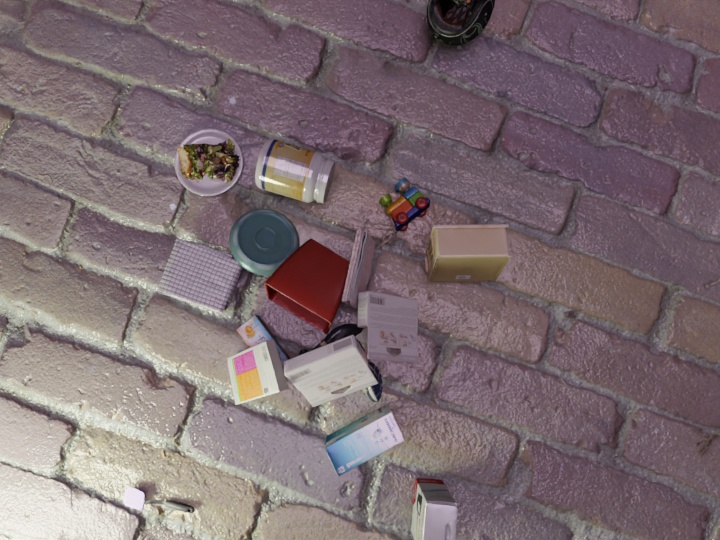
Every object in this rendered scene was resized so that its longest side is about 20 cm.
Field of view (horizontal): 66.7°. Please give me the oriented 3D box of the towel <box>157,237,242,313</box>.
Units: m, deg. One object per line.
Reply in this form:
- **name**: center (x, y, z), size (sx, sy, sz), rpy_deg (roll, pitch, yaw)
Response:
- **towel**: center (-0.442, 0.018, 1.529), size (0.198, 0.086, 0.167), rpy_deg (19, 77, -5)

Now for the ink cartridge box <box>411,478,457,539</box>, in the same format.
- **ink cartridge box**: center (0.189, 0.645, 1.424), size (0.082, 0.200, 0.147), rpy_deg (6, 84, -1)

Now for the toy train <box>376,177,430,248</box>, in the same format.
- **toy train**: center (0.092, -0.168, 1.565), size (0.199, 0.085, 0.116), rpy_deg (-37, 76, -4)

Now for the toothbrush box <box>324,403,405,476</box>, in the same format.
- **toothbrush box**: center (0.010, 0.450, 1.467), size (0.199, 0.146, 0.086), rpy_deg (-26, 86, -3)

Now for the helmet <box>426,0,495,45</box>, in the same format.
- **helmet**: center (0.286, -0.752, 1.569), size (0.198, 0.191, 0.202), rpy_deg (8, 115, 18)

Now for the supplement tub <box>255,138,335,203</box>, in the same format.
- **supplement tub**: center (-0.181, -0.274, 1.533), size (0.198, 0.144, 0.146), rpy_deg (16, 84, 0)

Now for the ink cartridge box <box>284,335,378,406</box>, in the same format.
- **ink cartridge box**: center (-0.074, 0.267, 1.437), size (0.198, 0.177, 0.045), rpy_deg (-21, 44, 8)

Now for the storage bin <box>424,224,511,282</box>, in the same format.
- **storage bin**: center (0.288, -0.039, 1.499), size (0.198, 0.199, 0.095), rpy_deg (-1, 67, -2)

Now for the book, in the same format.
- **book**: center (-0.281, 0.273, 1.464), size (0.048, 0.199, 0.135), rpy_deg (-9, 78, -46)

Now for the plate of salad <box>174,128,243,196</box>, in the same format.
- **plate of salad**: center (-0.440, -0.316, 1.580), size (0.198, 0.048, 0.202), rpy_deg (0, 84, -1)

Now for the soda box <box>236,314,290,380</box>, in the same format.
- **soda box**: center (-0.257, 0.221, 1.524), size (0.068, 0.064, 0.201), rpy_deg (-37, 87, -5)

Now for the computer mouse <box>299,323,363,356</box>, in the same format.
- **computer mouse**: center (-0.086, 0.188, 1.495), size (0.199, 0.141, 0.046), rpy_deg (-30, 78, -4)

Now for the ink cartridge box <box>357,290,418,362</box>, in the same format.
- **ink cartridge box**: center (0.077, 0.156, 1.480), size (0.199, 0.044, 0.178), rpy_deg (13, 73, -41)

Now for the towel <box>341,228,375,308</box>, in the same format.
- **towel**: center (0.000, 0.000, 1.488), size (0.032, 0.191, 0.202), rpy_deg (12, 84, 11)

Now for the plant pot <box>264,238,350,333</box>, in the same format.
- **plant pot**: center (-0.126, 0.035, 1.490), size (0.199, 0.200, 0.177), rpy_deg (31, 74, 2)

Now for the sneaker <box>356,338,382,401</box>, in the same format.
- **sneaker**: center (-0.008, 0.281, 1.525), size (0.085, 0.077, 0.201), rpy_deg (-23, 102, 29)

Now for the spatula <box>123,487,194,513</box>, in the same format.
- **spatula**: center (-0.550, 0.636, 1.497), size (0.198, 0.021, 0.057), rpy_deg (11, 97, -3)

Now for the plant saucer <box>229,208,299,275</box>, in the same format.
- **plant saucer**: center (-0.268, -0.086, 1.540), size (0.198, 0.027, 0.202), rpy_deg (5, 70, -14)
